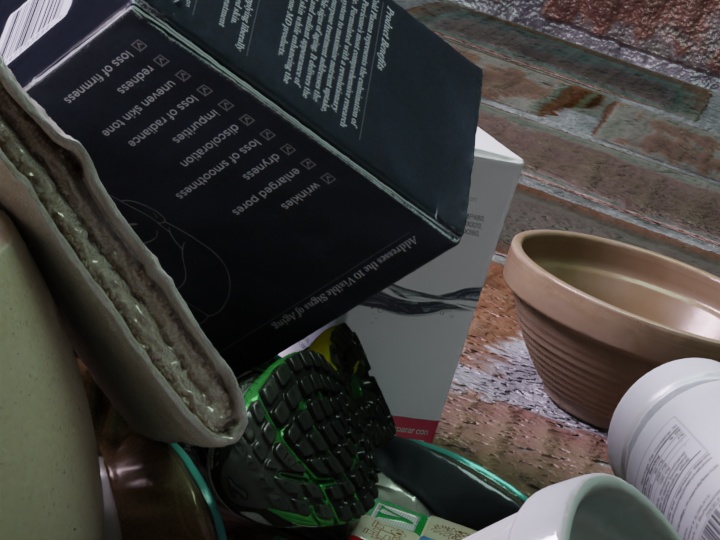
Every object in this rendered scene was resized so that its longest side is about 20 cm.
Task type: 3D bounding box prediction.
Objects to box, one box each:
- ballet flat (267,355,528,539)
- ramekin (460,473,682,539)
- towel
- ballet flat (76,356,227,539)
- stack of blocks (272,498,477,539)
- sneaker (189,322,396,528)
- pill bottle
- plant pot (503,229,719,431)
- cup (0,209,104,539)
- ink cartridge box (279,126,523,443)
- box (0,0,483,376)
[{"bbox_3d":[-0.001,0.110,1.112,0.200,0.073,0.073,29,18,24],"label":"ballet flat"},{"bbox_3d":[0.064,0.176,0.711,0.105,0.201,0.200,-23,2,20],"label":"ramekin"},{"bbox_3d":[-0.123,-0.011,0.925,0.200,0.034,0.133,56,-16,-8],"label":"towel"},{"bbox_3d":[-0.125,0.095,1.032,0.072,0.068,0.200,-10,26,-19],"label":"ballet flat"},{"bbox_3d":[0.006,0.161,0.937,0.115,0.059,0.200,19,15,7],"label":"stack of blocks"},{"bbox_3d":[-0.039,0.083,1.007,0.085,0.078,0.200,-26,1,10],"label":"sneaker"},{"bbox_3d":[0.211,0.127,1.184,0.113,0.114,0.200,12,17,-19],"label":"pill bottle"},{"bbox_3d":[0.182,0.051,1.457,0.200,0.093,0.201,17,16,-5],"label":"plant pot"},{"bbox_3d":[-0.198,0.045,0.897,0.200,0.144,0.200,7,21,-3],"label":"cup"},{"bbox_3d":[0.000,0.000,1.225,0.084,0.200,0.145,10,17,-26],"label":"ink cartridge box"},{"bbox_3d":[-0.081,-0.064,1.054,0.196,0.200,0.124,36,43,-26],"label":"box"}]
